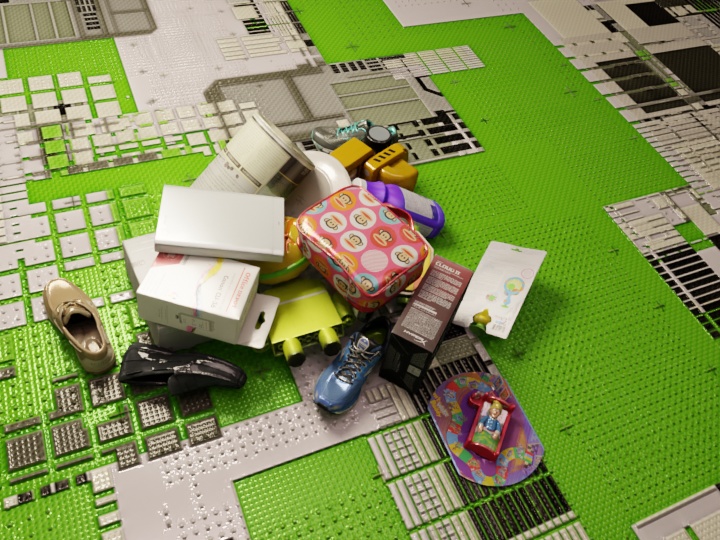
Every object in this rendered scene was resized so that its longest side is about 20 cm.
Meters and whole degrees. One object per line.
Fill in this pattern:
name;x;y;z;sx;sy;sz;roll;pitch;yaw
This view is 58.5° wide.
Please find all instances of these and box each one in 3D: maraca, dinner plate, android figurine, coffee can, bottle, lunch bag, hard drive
maraca;-0.127;-0.045;1.137;0.199;0.107;0.137;-26;44;-9
dinner plate;-0.110;-0.134;1.222;0.199;0.024;0.201;-4;80;22
android figurine;-0.104;0.080;1.093;0.181;0.041;0.200;-17;38;-14
coffee can;-0.201;-0.165;1.169;0.200;0.146;0.146;-46;65;8
bottle;0.070;-0.125;1.251;0.199;0.065;0.084;17;37;-30
lunch bag;0.010;-0.048;1.055;0.176;0.082;0.200;-35;67;-23
hard drive;-0.225;-0.077;1.052;0.199;0.026;0.132;5;50;-13

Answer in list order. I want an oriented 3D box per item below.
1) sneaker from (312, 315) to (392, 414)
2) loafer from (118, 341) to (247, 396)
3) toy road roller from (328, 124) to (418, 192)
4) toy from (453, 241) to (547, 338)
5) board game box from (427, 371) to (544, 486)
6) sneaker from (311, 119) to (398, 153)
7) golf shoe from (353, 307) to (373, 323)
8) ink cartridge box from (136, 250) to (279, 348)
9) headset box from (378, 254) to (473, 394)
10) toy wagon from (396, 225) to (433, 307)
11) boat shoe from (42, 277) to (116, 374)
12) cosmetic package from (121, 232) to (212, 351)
sneaker;-0.011;0.146;1.052;0.078;0.089;0.200;28;52;14
loafer;-0.278;0.165;1.008;0.199;0.068;0.071;9;58;4
toy road roller;0.025;-0.188;1.302;0.146;0.123;0.200;39;56;20
toy;0.260;0.041;1.202;0.115;0.047;0.200;15;57;33
board game box;0.206;0.244;1.042;0.157;0.039;0.201;-12;54;-19
sneaker;-0.007;-0.296;1.403;0.199;0.091;0.078;11;50;-1
golf shoe;0.000;0.000;1.121;0.088;0.077;0.201;8;57;2
ink cartridge box;-0.231;0.039;1.009;0.199;0.068;0.117;15;47;-2
headset box;0.114;0.083;1.082;0.075;0.149;0.200;26;55;11
toy wagon;0.033;-0.017;1.189;0.199;0.040;0.156;7;71;-4
boat shoe;-0.458;0.075;1.045;0.071;0.065;0.200;-31;63;-29
cosmetic package;-0.323;0.033;1.090;0.106;0.090;0.200;-18;54;-27
